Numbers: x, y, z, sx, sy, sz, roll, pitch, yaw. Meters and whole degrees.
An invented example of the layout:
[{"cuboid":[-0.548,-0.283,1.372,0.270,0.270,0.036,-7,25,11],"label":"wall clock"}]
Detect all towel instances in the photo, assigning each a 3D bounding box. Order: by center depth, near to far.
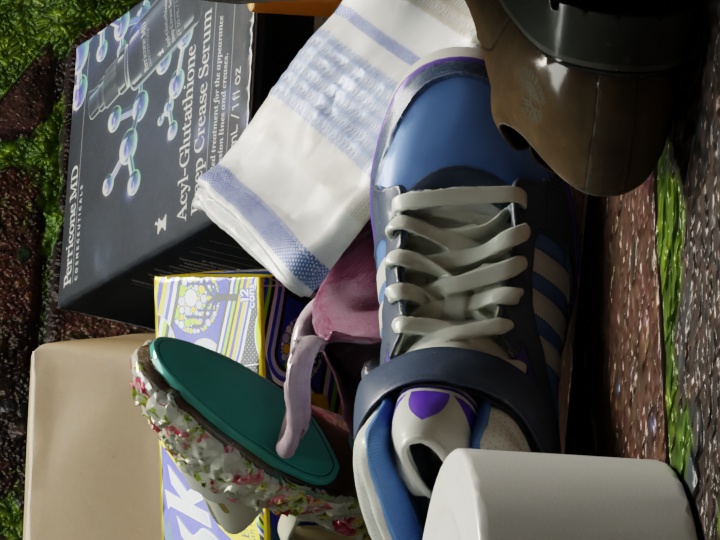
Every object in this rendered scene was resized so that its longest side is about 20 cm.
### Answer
[{"cuboid":[0.009,-0.087,1.169,0.200,0.024,0.147,-53,24,3],"label":"towel"}]

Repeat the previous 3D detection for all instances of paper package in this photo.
[{"cuboid":[-0.058,0.130,1.389,0.103,0.199,0.192,-5,-81,-67],"label":"paper package"}]

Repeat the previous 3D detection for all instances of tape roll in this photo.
[{"cuboid":[0.057,0.158,0.902,0.202,0.070,0.204,-177,90,-85],"label":"tape roll"}]

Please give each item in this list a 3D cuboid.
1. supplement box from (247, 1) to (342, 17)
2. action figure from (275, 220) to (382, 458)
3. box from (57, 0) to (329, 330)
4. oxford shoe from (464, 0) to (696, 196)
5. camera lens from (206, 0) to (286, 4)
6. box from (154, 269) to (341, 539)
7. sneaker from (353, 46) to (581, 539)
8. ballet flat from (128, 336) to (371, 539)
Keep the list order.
[{"cuboid":[0.016,-0.219,1.307,0.074,0.125,0.202,128,144,-80],"label":"supplement box"},{"cuboid":[0.000,0.000,1.223,0.134,0.148,0.201,105,148,-48],"label":"action figure"},{"cuboid":[-0.058,-0.064,1.420,0.200,0.106,0.150,-27,56,54],"label":"box"},{"cuboid":[0.064,-0.079,0.983,0.200,0.072,0.085,-99,12,-67],"label":"oxford shoe"},{"cuboid":[0.001,-0.167,0.904,0.199,0.159,0.161,6,92,53],"label":"camera lens"},{"cuboid":[-0.047,0.101,1.284,0.064,0.070,0.202,-5,-86,-50],"label":"box"},{"cuboid":[0.038,0.023,1.032,0.146,0.080,0.202,-49,-42,-79],"label":"sneaker"},{"cuboid":[-0.026,0.091,1.212,0.064,0.199,0.076,-51,33,22],"label":"ballet flat"}]
